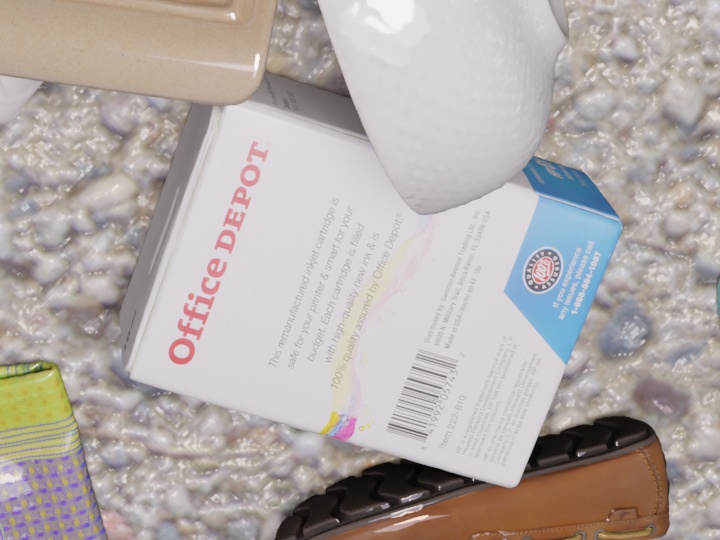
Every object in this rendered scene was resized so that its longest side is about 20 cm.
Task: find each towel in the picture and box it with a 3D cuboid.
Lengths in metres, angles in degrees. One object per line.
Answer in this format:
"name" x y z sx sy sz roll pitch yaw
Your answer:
"towel" -0.194 0.146 1.279 0.143 0.023 0.201 -10 112 -3

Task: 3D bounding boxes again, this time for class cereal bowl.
"cereal bowl" 0.035 -0.127 1.090 0.083 0.200 0.201 -16 113 12

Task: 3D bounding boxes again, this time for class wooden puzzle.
"wooden puzzle" -0.113 -0.170 1.012 0.184 0.037 0.201 8 77 4

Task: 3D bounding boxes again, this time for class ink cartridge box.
"ink cartridge box" 0.000 0.000 1.218 0.199 0.085 0.145 17 107 -15

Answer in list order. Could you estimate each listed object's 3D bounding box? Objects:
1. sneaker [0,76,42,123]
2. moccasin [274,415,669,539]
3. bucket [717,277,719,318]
"sneaker" -0.179 -0.160 1.072 0.099 0.078 0.200 -39 123 2
"moccasin" 0.056 0.129 1.287 0.201 0.074 0.078 -12 104 -14
"bucket" 0.280 0.038 1.246 0.206 0.135 0.208 -3 111 -7
